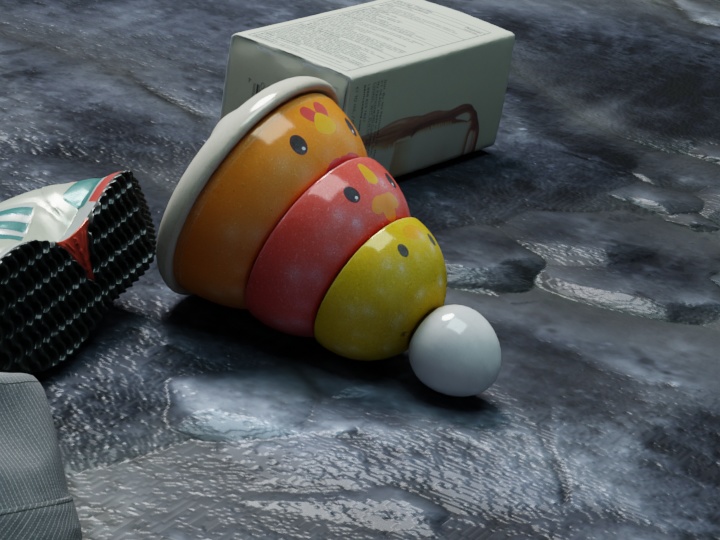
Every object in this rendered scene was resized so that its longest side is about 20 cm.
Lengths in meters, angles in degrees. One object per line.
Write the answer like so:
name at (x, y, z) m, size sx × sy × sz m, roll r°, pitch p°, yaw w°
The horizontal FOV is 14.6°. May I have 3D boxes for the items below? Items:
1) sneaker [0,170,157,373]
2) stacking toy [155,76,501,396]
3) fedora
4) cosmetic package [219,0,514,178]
sneaker at (-0.190, 0.006, 1.516) m, size 0.093 × 0.070 × 0.200 m, roll -8°, pitch 20°, yaw 27°
stacking toy at (0.000, 0.000, 1.561) m, size 0.200 × 0.146 × 0.146 m, roll 37°, pitch 29°, yaw 18°
fedora at (-0.190, 0.088, 1.155) m, size 0.200 × 0.091 × 0.177 m, roll -6°, pitch -2°, yaw -15°
cosmetic package at (0.005, -0.119, 1.885) m, size 0.103 × 0.087 × 0.200 m, roll 22°, pitch 24°, yaw 31°
